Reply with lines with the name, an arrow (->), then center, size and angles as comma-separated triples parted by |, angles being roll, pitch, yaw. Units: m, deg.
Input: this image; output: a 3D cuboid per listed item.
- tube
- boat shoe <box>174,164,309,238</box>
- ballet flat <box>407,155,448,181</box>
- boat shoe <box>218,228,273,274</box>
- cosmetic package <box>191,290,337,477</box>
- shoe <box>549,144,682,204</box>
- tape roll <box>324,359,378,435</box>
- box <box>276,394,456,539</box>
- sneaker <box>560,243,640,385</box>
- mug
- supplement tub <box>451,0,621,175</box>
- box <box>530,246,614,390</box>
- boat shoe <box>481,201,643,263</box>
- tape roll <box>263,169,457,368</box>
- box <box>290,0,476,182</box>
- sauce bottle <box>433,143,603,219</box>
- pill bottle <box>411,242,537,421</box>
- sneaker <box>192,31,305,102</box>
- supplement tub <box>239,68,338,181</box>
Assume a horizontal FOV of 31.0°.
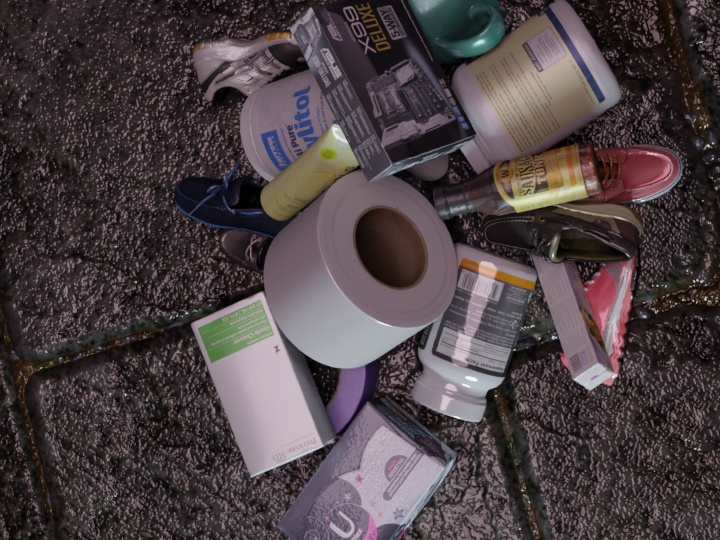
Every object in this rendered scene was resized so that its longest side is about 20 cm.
tube -> -0.052, -0.120, 1.544 | 0.052, 0.058, 0.199 | 55, 139, -1
boat shoe -> -0.149, -0.098, 1.687 | 0.197, 0.069, 0.085 | 10, 49, 12
ballet flat -> 0.046, -0.205, 1.656 | 0.069, 0.069, 0.202 | -29, 84, 11
boat shoe -> -0.099, -0.019, 1.692 | 0.197, 0.057, 0.068 | 18, 94, 12
cosmetic package -> -0.117, 0.138, 1.598 | 0.106, 0.085, 0.203 | -24, 84, 9
shoe -> 0.294, -0.116, 1.586 | 0.196, 0.091, 0.073 | -5, 89, 13
tape roll -> -0.080, 0.126, 1.675 | 0.196, 0.085, 0.204 | 0, 91, 13
box -> 0.010, 0.279, 1.638 | 0.132, 0.115, 0.201 | 38, 98, 10
sneaker -> 0.293, 0.036, 1.596 | 0.085, 0.074, 0.204 | 11, 92, 14
mug -> 0.091, -0.326, 1.585 | 0.114, 0.185, 0.152 | -42, 103, 10
supplement tub -> 0.201, -0.216, 1.580 | 0.198, 0.145, 0.146 | -32, 83, 10
box -> 0.254, 0.049, 1.562 | 0.041, 0.038, 0.202 | -37, 45, 25
boat shoe -> 0.237, -0.043, 1.557 | 0.197, 0.072, 0.067 | 2, 49, 20
tape roll -> 0.000, 0.000, 1.565 | 0.139, 0.201, 0.205 | -35, 81, 49
box -> 0.027, -0.216, 1.484 | 0.050, 0.157, 0.202 | -32, 82, 45
sauce bottle -> 0.185, -0.099, 1.535 | 0.197, 0.066, 0.067 | -14, 87, 14
pill bottle -> 0.137, 0.076, 1.610 | 0.115, 0.116, 0.203 | 19, 95, 12
sneaker -> -0.121, -0.266, 1.698 | 0.197, 0.076, 0.089 | -5, 99, 20
supplement tub -> -0.039, -0.187, 1.605 | 0.198, 0.131, 0.134 | -13, 87, 39
